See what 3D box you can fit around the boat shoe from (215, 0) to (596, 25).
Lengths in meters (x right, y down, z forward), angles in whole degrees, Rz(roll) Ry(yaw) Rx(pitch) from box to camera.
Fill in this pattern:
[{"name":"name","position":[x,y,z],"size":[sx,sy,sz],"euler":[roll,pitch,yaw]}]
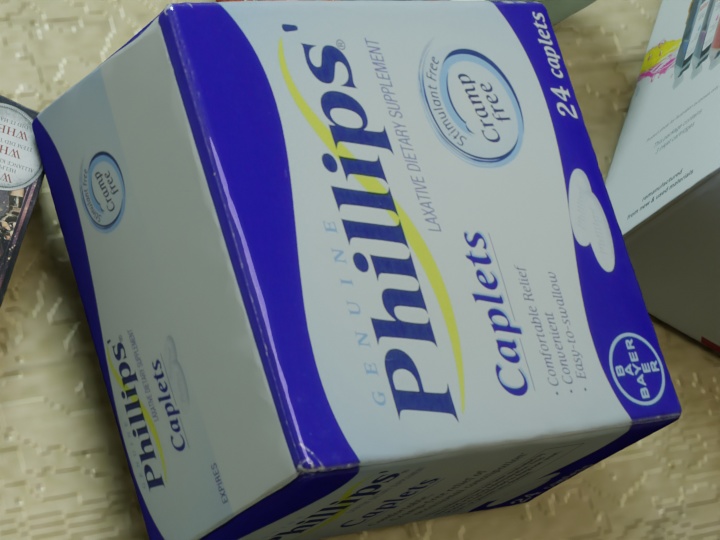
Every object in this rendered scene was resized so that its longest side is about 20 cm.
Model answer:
[{"name":"boat shoe","position":[0.029,-0.127,1.108],"size":[0.199,0.071,0.063],"euler":[-14,74,-27]}]

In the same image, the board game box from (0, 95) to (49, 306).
[{"name":"board game box","position":[-0.223,-0.034,0.957],"size":[0.199,0.035,0.136],"euler":[24,61,-17]}]

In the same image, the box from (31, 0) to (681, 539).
[{"name":"box","position":[0.000,0.000,0.999],"size":[0.199,0.105,0.185],"euler":[-6,72,-40]}]

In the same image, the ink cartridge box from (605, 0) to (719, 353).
[{"name":"ink cartridge box","position":[0.211,-0.072,1.130],"size":[0.145,0.145,0.201],"euler":[28,60,-14]}]
